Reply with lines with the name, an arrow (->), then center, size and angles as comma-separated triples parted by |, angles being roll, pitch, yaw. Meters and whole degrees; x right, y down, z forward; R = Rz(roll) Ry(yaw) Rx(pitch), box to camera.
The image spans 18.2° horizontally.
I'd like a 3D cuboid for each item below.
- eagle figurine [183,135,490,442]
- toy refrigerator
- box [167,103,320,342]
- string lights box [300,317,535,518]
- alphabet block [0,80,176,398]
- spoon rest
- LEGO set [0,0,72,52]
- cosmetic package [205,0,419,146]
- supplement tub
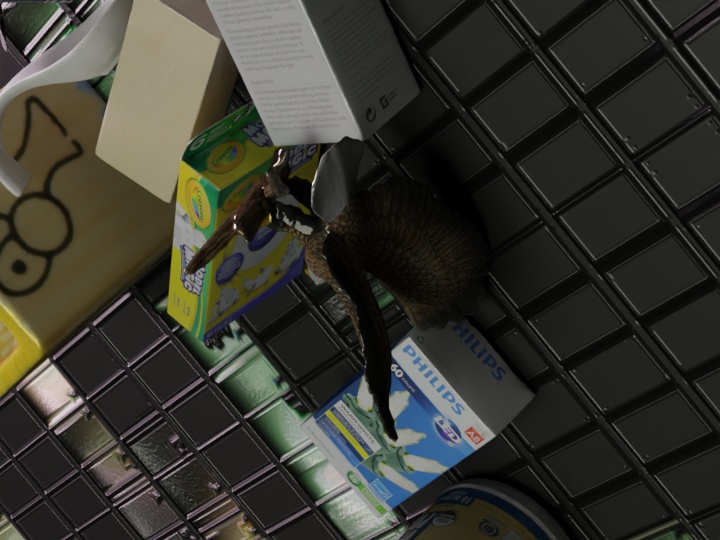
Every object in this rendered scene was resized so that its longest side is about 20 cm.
eagle figurine -> -0.001, 0.000, 1.607 | 0.200, 0.151, 0.152 | 40, 101, -6
toy refrigerator -> -0.139, -0.150, 1.719 | 0.076, 0.070, 0.200 | 33, 143, 8
box -> -0.087, -0.049, 1.713 | 0.048, 0.117, 0.201 | 37, 143, 25
string lights box -> 0.042, 0.111, 1.777 | 0.103, 0.059, 0.200 | 48, 144, 1
alphabet block -> -0.290, -0.027, 1.874 | 0.196, 0.200, 0.196 | 49, 144, 0
spoon rest -> -0.230, -0.152, 1.732 | 0.060, 0.099, 0.200 | 34, 109, -11
LEGO set -> -0.276, -0.263, 1.751 | 0.200, 0.115, 0.155 | -25, 74, 49
cosmetic package -> -0.049, -0.192, 1.581 | 0.101, 0.071, 0.201 | 1, 124, 47
supplement tub -> 0.069, 0.276, 1.782 | 0.144, 0.200, 0.145 | 27, 139, 26
